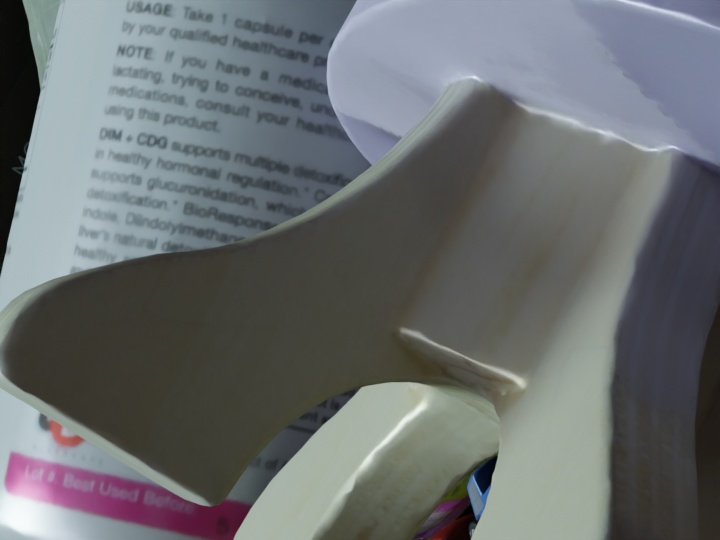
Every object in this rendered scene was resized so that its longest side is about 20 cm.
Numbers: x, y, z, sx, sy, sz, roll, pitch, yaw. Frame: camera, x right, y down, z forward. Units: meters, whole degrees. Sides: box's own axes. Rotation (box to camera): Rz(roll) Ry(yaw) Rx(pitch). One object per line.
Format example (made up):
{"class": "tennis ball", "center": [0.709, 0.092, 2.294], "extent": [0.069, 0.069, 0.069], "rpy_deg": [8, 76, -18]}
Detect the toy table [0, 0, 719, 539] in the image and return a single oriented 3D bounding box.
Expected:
{"class": "toy table", "center": [0.034, 0.016, 0.471], "extent": [0.117, 0.183, 0.200], "rpy_deg": [-61, 3, -12]}

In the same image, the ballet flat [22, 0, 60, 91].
{"class": "ballet flat", "center": [-0.055, -0.022, 0.711], "extent": [0.064, 0.067, 0.201], "rpy_deg": [-27, 73, 54]}

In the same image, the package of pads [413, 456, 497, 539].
{"class": "package of pads", "center": [0.000, 0.000, 0.761], "extent": [0.200, 0.068, 0.155], "rpy_deg": [121, 137, -66]}

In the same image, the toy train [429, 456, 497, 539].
{"class": "toy train", "center": [0.038, 0.096, 0.745], "extent": [0.200, 0.034, 0.046], "rpy_deg": [116, 135, -64]}

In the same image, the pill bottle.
{"class": "pill bottle", "center": [-0.025, -0.024, 0.613], "extent": [0.113, 0.113, 0.201], "rpy_deg": [-179, 101, -73]}

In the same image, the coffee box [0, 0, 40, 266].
{"class": "coffee box", "center": [-0.157, -0.052, 0.834], "extent": [0.113, 0.080, 0.200], "rpy_deg": [-62, 19, -14]}

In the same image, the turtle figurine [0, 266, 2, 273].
{"class": "turtle figurine", "center": [-0.093, 0.032, 0.832], "extent": [0.200, 0.100, 0.150], "rpy_deg": [134, 124, -69]}
